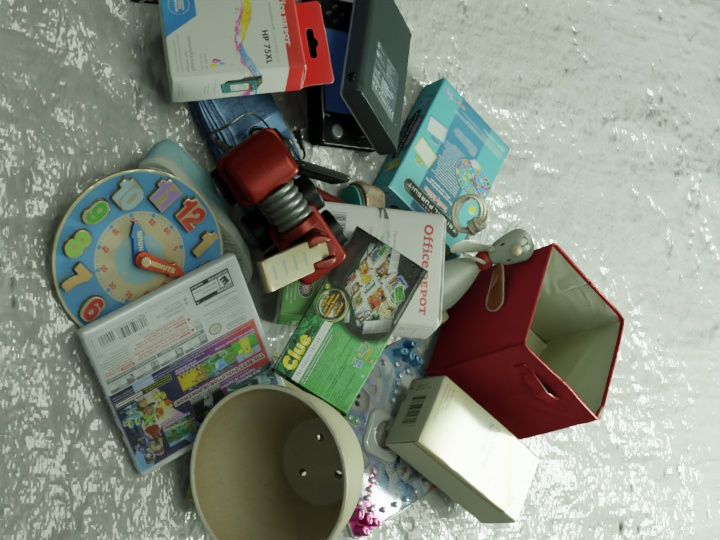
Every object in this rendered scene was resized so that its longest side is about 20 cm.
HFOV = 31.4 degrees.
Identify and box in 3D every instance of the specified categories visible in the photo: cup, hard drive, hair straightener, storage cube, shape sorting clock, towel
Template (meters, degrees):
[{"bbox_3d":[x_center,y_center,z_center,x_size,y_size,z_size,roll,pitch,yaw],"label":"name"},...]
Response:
[{"bbox_3d":[-0.073,0.226,1.454,0.143,0.197,0.204,1,80,-65],"label":"cup"},{"bbox_3d":[0.023,-0.275,1.684,0.140,0.032,0.203,52,38,-51],"label":"hard drive"},{"bbox_3d":[-0.095,-0.140,1.562,0.198,0.041,0.078,21,70,-30],"label":"hair straightener"},{"bbox_3d":[0.224,0.101,1.726,0.171,0.178,0.202,43,48,-25],"label":"storage cube"},{"bbox_3d":[-0.247,-0.013,1.434,0.197,0.039,0.204,-6,103,-28],"label":"shape sorting clock"},{"bbox_3d":[-0.139,-0.175,1.581,0.111,0.048,0.202,-35,104,-38],"label":"towel"}]

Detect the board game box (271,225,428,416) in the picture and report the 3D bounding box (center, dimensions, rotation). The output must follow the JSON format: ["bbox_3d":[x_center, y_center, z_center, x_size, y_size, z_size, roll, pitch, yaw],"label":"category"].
[{"bbox_3d":[-0.012,0.059,1.511,0.104,0.023,0.202,32,74,-4],"label":"board game box"}]

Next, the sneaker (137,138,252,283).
[{"bbox_3d":[-0.183,-0.073,1.515,0.201,0.073,0.082,58,30,-29],"label":"sneaker"}]

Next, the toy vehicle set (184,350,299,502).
[{"bbox_3d":[-0.128,0.195,1.535,0.123,0.026,0.203,28,66,-32],"label":"toy vehicle set"}]

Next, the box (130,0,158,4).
[{"bbox_3d":[-0.164,-0.393,1.536,0.198,0.148,0.127,-3,85,-39],"label":"box"}]

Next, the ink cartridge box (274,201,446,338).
[{"bbox_3d":[0.000,0.000,1.583,0.196,0.084,0.149,7,76,-7],"label":"ink cartridge box"}]

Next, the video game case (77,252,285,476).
[{"bbox_3d":[-0.197,0.105,1.451,0.198,0.023,0.185,-28,109,-24],"label":"video game case"}]

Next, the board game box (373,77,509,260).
[{"bbox_3d":[0.112,-0.140,1.778,0.151,0.047,0.202,42,59,-25],"label":"board game box"}]

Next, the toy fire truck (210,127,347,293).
[{"bbox_3d":[-0.091,-0.057,1.424,0.128,0.200,0.177,-34,102,-8],"label":"toy fire truck"}]

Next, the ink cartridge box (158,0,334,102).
[{"bbox_3d":[-0.132,-0.272,1.502,0.197,0.067,0.118,-8,74,-11],"label":"ink cartridge box"}]

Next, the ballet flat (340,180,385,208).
[{"bbox_3d":[0.020,-0.017,1.672,0.067,0.067,0.204,1,83,-45],"label":"ballet flat"}]

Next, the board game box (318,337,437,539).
[{"bbox_3d":[0.034,0.214,1.664,0.199,0.026,0.203,-24,98,-39],"label":"board game box"}]

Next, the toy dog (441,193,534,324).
[{"bbox_3d":[0.129,0.008,1.682,0.132,0.201,0.096,40,15,-3],"label":"toy dog"}]

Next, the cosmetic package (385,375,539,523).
[{"bbox_3d":[0.135,0.237,1.680,0.199,0.073,0.105,40,60,-26],"label":"cosmetic package"}]

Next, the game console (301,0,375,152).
[{"bbox_3d":[-0.017,-0.269,1.653,0.174,0.116,0.204,4,80,-37],"label":"game console"}]
